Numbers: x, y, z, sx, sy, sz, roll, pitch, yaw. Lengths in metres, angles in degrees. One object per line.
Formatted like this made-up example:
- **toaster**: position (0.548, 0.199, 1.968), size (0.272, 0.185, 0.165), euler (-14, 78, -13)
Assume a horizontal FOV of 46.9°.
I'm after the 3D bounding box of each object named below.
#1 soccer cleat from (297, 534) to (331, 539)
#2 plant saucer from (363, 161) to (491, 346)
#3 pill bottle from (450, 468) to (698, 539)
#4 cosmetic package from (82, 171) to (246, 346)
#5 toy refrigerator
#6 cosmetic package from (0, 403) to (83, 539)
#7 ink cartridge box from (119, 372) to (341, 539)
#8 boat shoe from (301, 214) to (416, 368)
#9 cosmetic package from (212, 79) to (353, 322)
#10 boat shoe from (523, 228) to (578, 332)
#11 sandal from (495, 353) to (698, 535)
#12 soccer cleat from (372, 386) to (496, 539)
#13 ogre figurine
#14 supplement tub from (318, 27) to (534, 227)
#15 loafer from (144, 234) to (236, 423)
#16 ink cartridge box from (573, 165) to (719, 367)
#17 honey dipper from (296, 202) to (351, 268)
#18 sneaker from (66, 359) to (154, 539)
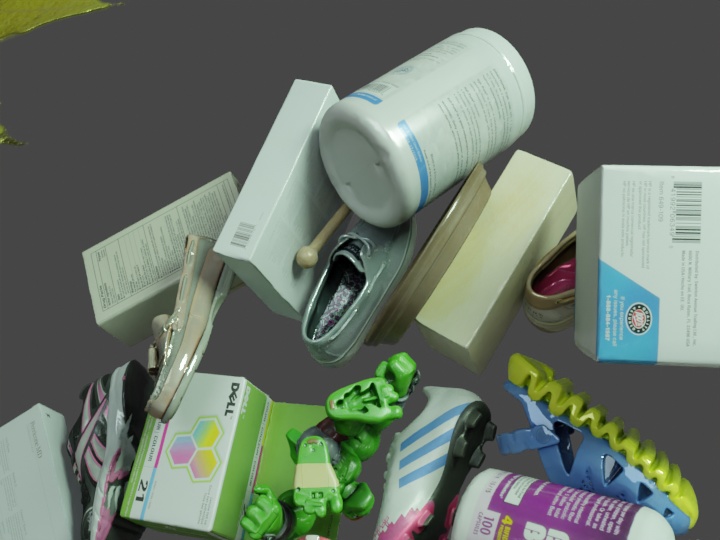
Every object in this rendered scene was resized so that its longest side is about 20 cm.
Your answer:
- **soccer cleat**: position (0.025, 0.277, 0.662), size (0.197, 0.077, 0.067), euler (24, 57, 11)
- **plant saucer**: position (0.067, -0.010, 0.780), size (0.029, 0.200, 0.202), euler (32, 77, 3)
- **pill bottle**: position (0.176, 0.231, 0.643), size (0.196, 0.112, 0.114), euler (7, 67, 32)
- **cosmetic package**: position (-0.204, -0.012, 0.936), size (0.197, 0.073, 0.105), euler (-27, 59, 6)
- **toy refrigerator**: position (0.133, -0.010, 0.813), size (0.069, 0.076, 0.202), euler (27, 77, 29)
- **cosmetic package**: position (-0.361, 0.266, 0.860), size (0.149, 0.052, 0.202), euler (-31, 59, 5)
- **ink cartridge box**: position (-0.113, 0.184, 0.805), size (0.196, 0.076, 0.151), euler (2, 66, 22)
- **boat shoe**: position (-0.001, 0.000, 0.857), size (0.069, 0.072, 0.204), euler (18, 72, 26)
- **cosmetic package**: position (-0.062, -0.069, 0.868), size (0.051, 0.151, 0.203), euler (14, 70, 27)
- **boat shoe**: position (0.238, -0.020, 0.783), size (0.199, 0.069, 0.074), euler (-39, 59, -2)
- **sandal**: position (0.194, 0.160, 0.715), size (0.199, 0.079, 0.088), euler (37, 100, 31)
- **soccer cleat**: position (0.050, 0.199, 0.754), size (0.085, 0.070, 0.202), euler (16, 70, 46)
- **ogre figurine**: position (-0.025, 0.166, 0.730), size (0.096, 0.121, 0.202), euler (21, 59, 5)
- **supplement tub**: position (0.067, -0.145, 0.833), size (0.199, 0.134, 0.131), euler (-34, 55, -28)
- **loafer**: position (-0.176, 0.051, 0.809), size (0.062, 0.072, 0.203), euler (26, 51, -12)
- **ink cartridge box**: position (0.282, -0.002, 0.670), size (0.195, 0.146, 0.151), euler (2, 90, 8)
- **honey dipper**: position (-0.007, -0.074, 0.880), size (0.037, 0.038, 0.201), euler (18, 53, 26)
- **sneaker**: position (-0.265, 0.199, 0.862), size (0.085, 0.081, 0.203), euler (-16, 50, 19)
